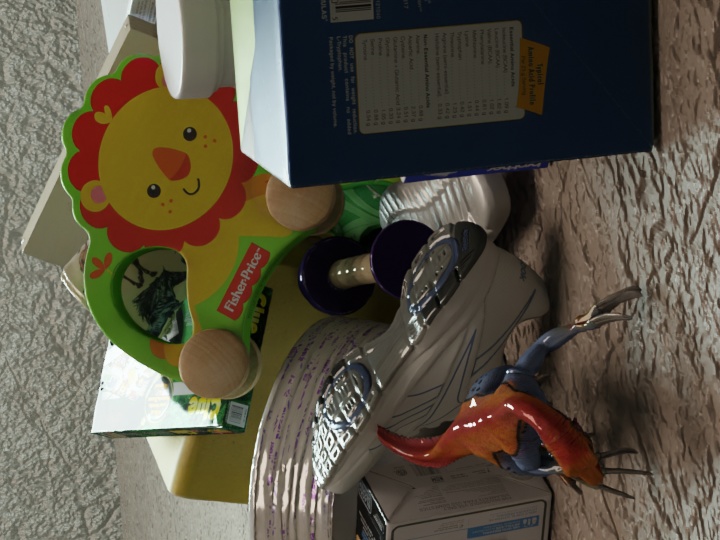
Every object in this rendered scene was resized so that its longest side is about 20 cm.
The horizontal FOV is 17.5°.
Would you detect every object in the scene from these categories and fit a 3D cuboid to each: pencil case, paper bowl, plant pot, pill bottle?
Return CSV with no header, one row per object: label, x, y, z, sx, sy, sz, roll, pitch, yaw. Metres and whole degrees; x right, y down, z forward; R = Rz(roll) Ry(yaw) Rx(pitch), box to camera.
pencil case,-0.113,-0.038,1.630,0.089,0.200,0.078,43,-178,-31
paper bowl,0.010,0.136,1.590,0.200,0.104,0.202,8,-90,-68
plant pot,-0.049,0.058,1.766,0.200,0.198,0.178,-128,48,-66
pill bottle,-0.028,-0.167,1.514,0.116,0.198,0.117,173,90,-77

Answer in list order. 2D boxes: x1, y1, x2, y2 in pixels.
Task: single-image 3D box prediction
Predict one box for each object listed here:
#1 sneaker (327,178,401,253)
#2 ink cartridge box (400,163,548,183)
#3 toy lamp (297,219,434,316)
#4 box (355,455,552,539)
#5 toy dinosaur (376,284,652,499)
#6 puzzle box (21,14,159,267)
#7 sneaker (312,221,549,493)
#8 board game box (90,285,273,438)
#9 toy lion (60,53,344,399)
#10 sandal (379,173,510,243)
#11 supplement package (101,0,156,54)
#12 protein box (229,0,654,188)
sneaker,-0.008,-0.042,1.678,0.199,0.074,0.084,-2,104,56
ink cartridge box,0.050,-0.151,1.422,0.044,0.093,0.201,105,156,-57
toy lamp,0.000,0.000,1.578,0.200,0.058,0.059,163,101,-73
box,0.057,0.217,1.520,0.060,0.116,0.201,-122,30,-53
toy dinosaur,0.088,0.096,1.286,0.106,0.199,0.181,66,-164,8
puzzle box,-0.151,-0.076,1.706,0.201,0.132,0.025,-60,24,24
sneaker,0.041,0.067,1.431,0.200,0.087,0.075,-52,29,23
board game box,-0.131,0.067,1.678,0.199,0.023,0.106,-7,67,56
toy lion,-0.121,-0.039,1.562,0.201,0.191,0.069,-63,-8,2
sandal,0.065,-0.034,1.521,0.083,0.050,0.203,66,162,2
supplement package,-0.091,-0.246,1.741,0.151,0.198,0.153,119,143,-67
protein box,0.039,-0.159,1.236,0.135,0.198,0.200,-142,47,-72
